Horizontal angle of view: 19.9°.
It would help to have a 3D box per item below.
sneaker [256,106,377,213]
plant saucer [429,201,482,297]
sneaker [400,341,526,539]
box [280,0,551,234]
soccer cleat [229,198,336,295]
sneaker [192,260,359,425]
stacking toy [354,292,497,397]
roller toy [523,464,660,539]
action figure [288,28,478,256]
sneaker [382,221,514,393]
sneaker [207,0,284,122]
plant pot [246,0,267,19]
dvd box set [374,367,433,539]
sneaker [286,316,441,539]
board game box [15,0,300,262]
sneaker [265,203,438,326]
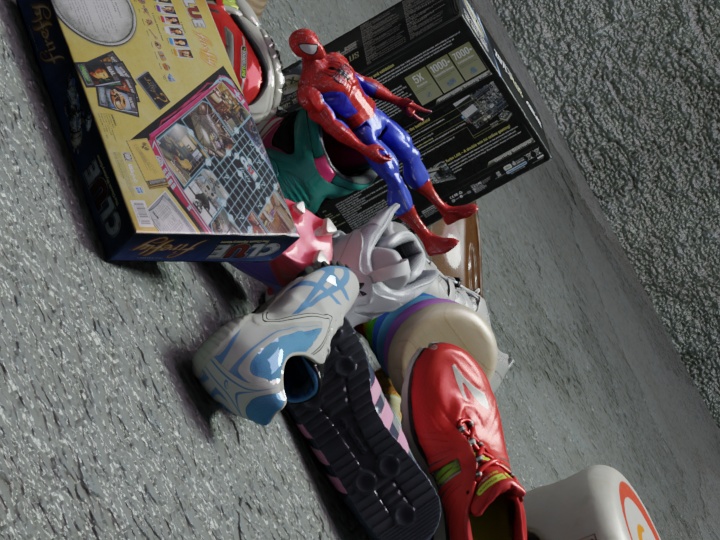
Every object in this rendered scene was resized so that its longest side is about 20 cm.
[{"bbox_3d":[-0.040,-0.101,1.592,0.084,0.121,0.200,55,15,-24],"label":"sneaker"},{"bbox_3d":[0.089,0.003,1.871,0.200,0.032,0.201,-2,90,-81],"label":"plant saucer"},{"bbox_3d":[0.086,0.144,1.448,0.085,0.077,0.201,152,-74,-66],"label":"sneaker"},{"bbox_3d":[0.036,-0.127,1.750,0.164,0.200,0.086,53,15,-30],"label":"box"},{"bbox_3d":[-0.106,-0.049,1.406,0.200,0.076,0.067,36,45,-24],"label":"soccer cleat"},{"bbox_3d":[-0.046,0.049,1.350,0.073,0.072,0.200,49,27,1],"label":"sneaker"},{"bbox_3d":[0.037,0.046,1.606,0.085,0.085,0.200,57,-7,-19],"label":"stacking toy"},{"bbox_3d":[0.187,0.259,1.661,0.183,0.139,0.200,61,15,-19],"label":"roller toy"},{"bbox_3d":[0.013,-0.102,1.524,0.200,0.052,0.065,48,53,-19],"label":"action figure"},{"bbox_3d":[0.065,0.031,1.750,0.075,0.082,0.200,14,-39,50],"label":"sneaker"},{"bbox_3d":[-0.132,-0.188,1.513,0.085,0.077,0.200,-13,56,-37],"label":"sneaker"},{"bbox_3d":[-0.127,-0.275,1.681,0.201,0.093,0.201,57,14,-23],"label":"plant pot"},{"bbox_3d":[0.049,0.143,1.633,0.147,0.029,0.200,62,14,2],"label":"dvd box set"},{"bbox_3d":[-0.010,0.112,1.448,0.082,0.070,0.200,94,-29,-74],"label":"sneaker"},{"bbox_3d":[-0.131,-0.099,1.323,0.135,0.035,0.200,1,59,-43],"label":"board game box"},{"bbox_3d":[0.000,0.000,1.555,0.075,0.115,0.200,60,14,-9],"label":"sneaker"}]
